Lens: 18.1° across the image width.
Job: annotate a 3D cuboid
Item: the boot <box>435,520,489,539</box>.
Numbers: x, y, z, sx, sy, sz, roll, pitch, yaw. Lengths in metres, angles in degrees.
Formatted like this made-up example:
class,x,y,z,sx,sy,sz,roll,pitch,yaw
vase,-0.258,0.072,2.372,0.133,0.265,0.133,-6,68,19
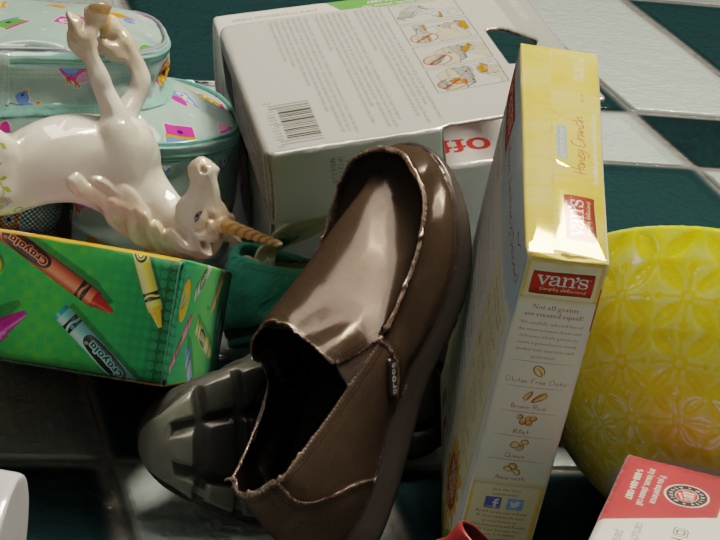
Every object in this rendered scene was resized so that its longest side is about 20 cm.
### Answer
class,x,y,z,sx,sy,sz,roll,pitch,yaw
boot,-0.016,0.149,0.747,0.199,0.145,0.072,-1,24,-21

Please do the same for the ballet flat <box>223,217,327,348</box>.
class,x,y,z,sx,sy,sz,roll,pitch,yaw
ballet flat,0.000,0.000,1.152,0.199,0.071,0.067,-5,-2,43

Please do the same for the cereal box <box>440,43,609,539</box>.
class,x,y,z,sx,sy,sz,roll,pitch,yaw
cereal box,0.068,0.023,0.982,0.039,0.201,0.144,8,41,-4

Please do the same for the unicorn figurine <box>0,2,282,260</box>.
class,x,y,z,sx,sy,sz,roll,pitch,yaw
unicorn figurine,-0.145,-0.065,1.157,0.199,0.138,0.074,-8,-1,3

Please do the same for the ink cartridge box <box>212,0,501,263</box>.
class,x,y,z,sx,sy,sz,roll,pitch,yaw
ink cartridge box,0.001,-0.074,1.318,0.144,0.084,0.200,-8,37,-9

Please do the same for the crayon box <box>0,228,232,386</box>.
class,x,y,z,sx,sy,sz,roll,pitch,yaw
crayon box,-0.132,0.017,1.076,0.118,0.059,0.200,9,-2,3

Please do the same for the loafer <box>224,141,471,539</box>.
class,x,y,z,sx,sy,sz,roll,pitch,yaw
loafer,-0.006,0.028,0.997,0.073,0.201,0.071,-8,-29,43

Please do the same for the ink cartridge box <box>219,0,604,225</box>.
class,x,y,z,sx,sy,sz,roll,pitch,yaw
ink cartridge box,0.022,-0.093,1.204,0.173,0.044,0.200,-8,26,-7

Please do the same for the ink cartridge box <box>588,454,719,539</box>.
class,x,y,z,sx,sy,sz,roll,pitch,yaw
ink cartridge box,0.183,0.156,0.889,0.199,0.084,0.144,14,20,12

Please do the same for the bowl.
class,x,y,z,sx,sy,sz,roll,pitch,yaw
bowl,0.165,0.078,1.024,0.199,0.200,0.108,14,63,14

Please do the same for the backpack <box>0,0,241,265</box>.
class,x,y,z,sx,sy,sz,roll,pitch,yaw
backpack,-0.164,-0.071,1.271,0.199,0.154,0.176,10,14,-14

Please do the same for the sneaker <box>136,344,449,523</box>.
class,x,y,z,sx,sy,sz,roll,pitch,yaw
sneaker,-0.037,0.071,1.073,0.079,0.076,0.199,7,9,41

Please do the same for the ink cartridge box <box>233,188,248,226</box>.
class,x,y,z,sx,sy,sz,roll,pitch,yaw
ink cartridge box,0.011,-0.053,1.436,0.199,0.047,0.197,17,23,27

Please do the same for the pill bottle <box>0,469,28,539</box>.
class,x,y,z,sx,sy,sz,roll,pitch,yaw
pill bottle,-0.229,0.100,0.836,0.199,0.113,0.112,9,20,1
